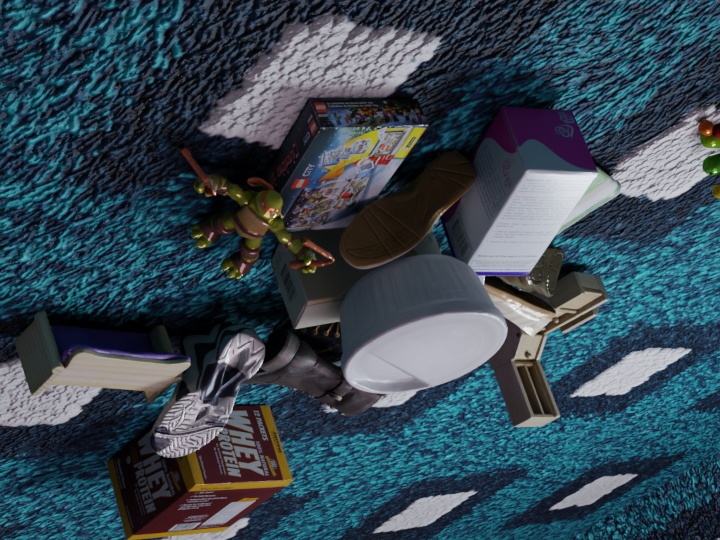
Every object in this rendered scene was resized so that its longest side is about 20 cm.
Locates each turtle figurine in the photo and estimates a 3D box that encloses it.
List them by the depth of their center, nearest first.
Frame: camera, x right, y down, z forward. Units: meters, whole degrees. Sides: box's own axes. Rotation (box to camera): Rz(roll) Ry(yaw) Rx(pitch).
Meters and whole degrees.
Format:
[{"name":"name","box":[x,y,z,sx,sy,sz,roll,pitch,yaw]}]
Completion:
[{"name":"turtle figurine","box":[-0.127,-0.059,1.343,0.200,0.065,0.161,35,149,-14]}]

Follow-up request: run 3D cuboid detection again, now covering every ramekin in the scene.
[{"name":"ramekin","box":[0.066,0.061,1.479,0.202,0.095,0.203,-13,151,-7]}]

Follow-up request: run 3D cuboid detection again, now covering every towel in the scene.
[{"name":"towel","box":[0.245,-0.104,1.633,0.149,0.031,0.200,-34,150,22]}]

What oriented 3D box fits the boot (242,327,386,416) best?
[{"name":"boot","box":[-0.077,0.154,1.674,0.174,0.069,0.200,32,152,-24]}]

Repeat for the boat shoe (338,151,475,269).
[{"name":"boat shoe","box":[0.053,-0.060,1.458,0.200,0.071,0.069,-37,173,-22]}]

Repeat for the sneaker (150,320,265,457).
[{"name":"sneaker","box":[-0.213,0.146,1.635,0.079,0.130,0.200,31,93,-23]}]

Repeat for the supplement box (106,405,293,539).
[{"name":"supplement box","box":[-0.253,0.316,1.947,0.197,0.133,0.200,6,144,-44]}]

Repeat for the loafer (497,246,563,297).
[{"name":"loafer","box":[0.241,-0.008,1.768,0.067,0.076,0.200,16,178,21]}]

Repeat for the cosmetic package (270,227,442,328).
[{"name":"cosmetic package","box":[0.000,0.000,1.550,0.199,0.104,0.073,-10,152,-25]}]

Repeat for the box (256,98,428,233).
[{"name":"box","box":[-0.029,-0.114,1.374,0.136,0.038,0.200,-5,151,-31]}]

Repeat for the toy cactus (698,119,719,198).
[{"name":"toy cactus","box":[0.535,-0.174,1.653,0.165,0.102,0.200,-34,146,3]}]

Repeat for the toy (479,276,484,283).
[{"name":"toy","box":[0.068,0.023,1.702,0.199,0.047,0.115,-8,134,-7]}]

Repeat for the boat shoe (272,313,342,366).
[{"name":"boat shoe","box":[-0.035,0.077,1.652,0.091,0.071,0.200,36,139,-22]}]

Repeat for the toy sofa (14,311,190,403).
[{"name":"toy sofa","box":[-0.313,0.101,1.528,0.098,0.083,0.200,-42,149,28]}]

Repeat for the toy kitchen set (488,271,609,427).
[{"name":"toy kitchen set","box":[0.333,0.127,1.973,0.200,0.181,0.163,-34,154,34]}]

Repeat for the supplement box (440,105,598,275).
[{"name":"supplement box","box":[0.184,-0.091,1.481,0.103,0.101,0.200,0,144,-22]}]

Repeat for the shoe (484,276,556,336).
[{"name":"shoe","box":[0.202,0.044,1.786,0.200,0.070,0.053,26,110,-34]}]
